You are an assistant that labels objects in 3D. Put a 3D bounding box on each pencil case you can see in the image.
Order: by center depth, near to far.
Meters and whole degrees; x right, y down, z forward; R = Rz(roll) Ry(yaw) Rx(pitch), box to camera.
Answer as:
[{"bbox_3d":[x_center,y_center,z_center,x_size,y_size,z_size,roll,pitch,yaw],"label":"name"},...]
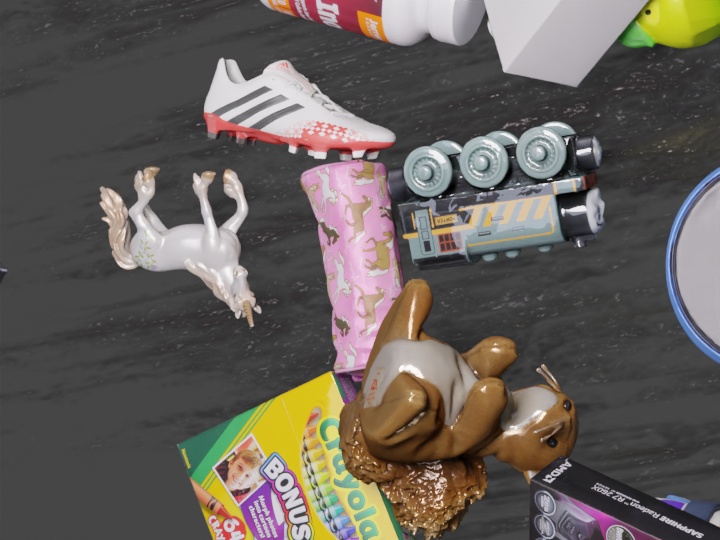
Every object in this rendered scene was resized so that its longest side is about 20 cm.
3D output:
[{"bbox_3d":[0.000,0.000,1.663,0.082,0.087,0.201,-12,82,6],"label":"pencil case"}]

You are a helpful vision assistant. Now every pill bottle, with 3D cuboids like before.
[{"bbox_3d":[0.012,-0.270,1.655,0.199,0.113,0.114,18,94,22],"label":"pill bottle"}]

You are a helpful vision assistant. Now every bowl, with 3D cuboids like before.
[{"bbox_3d":[0.356,-0.005,1.547,0.200,0.039,0.202,-1,87,22],"label":"bowl"}]

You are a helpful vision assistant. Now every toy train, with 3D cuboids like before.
[{"bbox_3d":[0.123,-0.066,1.624,0.199,0.085,0.115,-8,97,19],"label":"toy train"}]

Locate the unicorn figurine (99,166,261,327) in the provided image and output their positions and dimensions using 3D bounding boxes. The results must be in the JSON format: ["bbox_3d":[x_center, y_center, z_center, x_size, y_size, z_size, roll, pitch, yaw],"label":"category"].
[{"bbox_3d":[-0.158,-0.028,1.740,0.199,0.074,0.138,5,99,36],"label":"unicorn figurine"}]

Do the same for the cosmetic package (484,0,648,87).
[{"bbox_3d":[0.191,-0.262,1.536,0.200,0.084,0.108,-52,40,46],"label":"cosmetic package"}]

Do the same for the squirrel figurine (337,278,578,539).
[{"bbox_3d":[0.087,0.140,1.587,0.186,0.142,0.200,20,127,-18],"label":"squirrel figurine"}]

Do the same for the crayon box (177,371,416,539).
[{"bbox_3d":[-0.055,0.219,1.687,0.172,0.058,0.201,-27,78,18],"label":"crayon box"}]

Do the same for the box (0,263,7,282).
[{"bbox_3d":[-0.486,0.045,1.792,0.117,0.197,0.200,36,100,20],"label":"box"}]

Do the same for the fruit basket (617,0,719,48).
[{"bbox_3d":[0.306,-0.254,1.531,0.214,0.156,0.217,-1,81,4],"label":"fruit basket"}]

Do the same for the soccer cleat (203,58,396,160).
[{"bbox_3d":[-0.058,-0.152,1.703,0.199,0.069,0.086,11,96,26],"label":"soccer cleat"}]

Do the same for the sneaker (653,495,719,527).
[{"bbox_3d":[0.305,0.213,1.501,0.146,0.081,0.201,26,131,18],"label":"sneaker"}]

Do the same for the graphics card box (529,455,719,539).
[{"bbox_3d":[0.231,0.247,1.503,0.199,0.051,0.126,24,129,37],"label":"graphics card box"}]
